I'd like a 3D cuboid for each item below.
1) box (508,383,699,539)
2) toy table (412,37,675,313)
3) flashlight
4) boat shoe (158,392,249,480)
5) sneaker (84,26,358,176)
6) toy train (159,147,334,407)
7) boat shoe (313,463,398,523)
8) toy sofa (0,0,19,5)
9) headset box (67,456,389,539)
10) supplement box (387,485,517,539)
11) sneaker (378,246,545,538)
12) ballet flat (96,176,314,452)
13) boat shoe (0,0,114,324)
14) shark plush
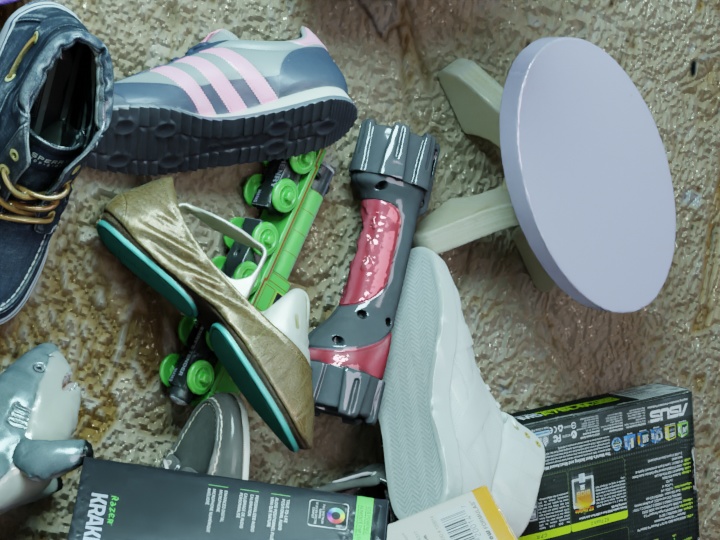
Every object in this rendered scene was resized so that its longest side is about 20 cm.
[{"bbox_3d":[0.168,0.194,1.559,0.199,0.047,0.195,-9,101,-36],"label":"box"},{"bbox_3d":[0.130,-0.067,1.470,0.183,0.117,0.202,-25,108,-32],"label":"toy table"},{"bbox_3d":[0.000,0.000,1.417,0.067,0.068,0.202,10,81,9],"label":"flashlight"},{"bbox_3d":[-0.120,0.172,1.328,0.057,0.067,0.202,11,98,-33],"label":"boat shoe"},{"bbox_3d":[-0.105,-0.113,1.342,0.198,0.070,0.082,-5,56,-24],"label":"sneaker"},{"bbox_3d":[-0.069,0.002,1.381,0.056,0.042,0.201,37,72,-42],"label":"toy train"},{"bbox_3d":[-0.009,0.171,1.413,0.199,0.057,0.068,-7,97,-35],"label":"boat shoe"},{"bbox_3d":[-0.255,-0.182,1.199,0.199,0.097,0.084,-18,103,-34],"label":"toy sofa"},{"bbox_3d":[-0.078,0.216,1.216,0.198,0.093,0.175,9,51,-2],"label":"headset box"},{"bbox_3d":[0.008,0.232,1.354,0.199,0.074,0.126,-21,145,-11],"label":"supplement box"},{"bbox_3d":[0.068,0.091,1.447,0.115,0.073,0.202,22,56,-43],"label":"sneaker"},{"bbox_3d":[-0.078,0.019,1.316,0.072,0.068,0.200,-40,80,-16],"label":"ballet flat"},{"bbox_3d":[-0.198,-0.054,1.229,0.070,0.091,0.202,9,103,-25],"label":"boat shoe"},{"bbox_3d":[-0.253,0.118,1.262,0.199,0.091,0.084,-27,83,-16],"label":"shark plush"}]
